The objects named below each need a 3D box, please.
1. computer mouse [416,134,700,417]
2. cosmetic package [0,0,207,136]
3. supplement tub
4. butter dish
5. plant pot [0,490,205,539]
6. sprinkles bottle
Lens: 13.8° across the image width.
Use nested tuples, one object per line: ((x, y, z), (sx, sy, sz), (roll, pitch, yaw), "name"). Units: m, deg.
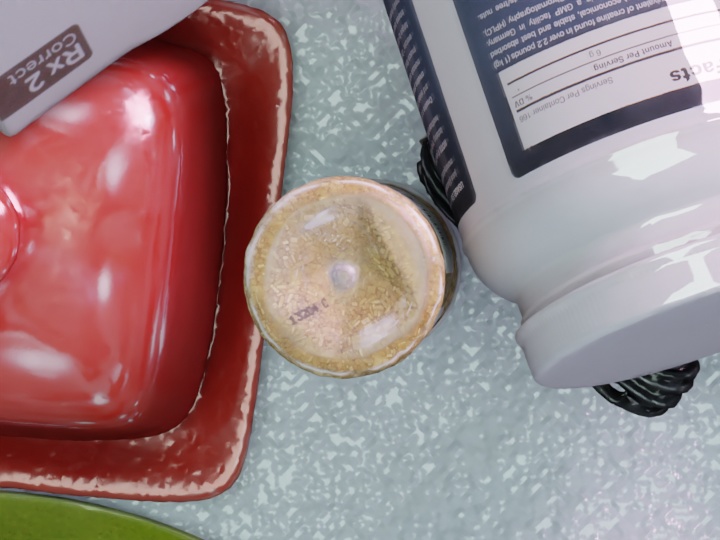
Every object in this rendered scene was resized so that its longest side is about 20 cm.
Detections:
((0.130, -0.052, 1.125), (0.200, 0.053, 0.139), (-42, 83, -7), "computer mouse")
((-0.133, -0.193, 1.036), (0.165, 0.165, 0.200), (-38, 58, -8), "cosmetic package")
((0.088, -0.073, 1.028), (0.140, 0.140, 0.200), (-18, 77, 3), "supplement tub")
((-0.136, -0.015, 1.101), (0.200, 0.148, 0.200), (7, 91, 3), "butter dish")
((-0.127, 0.211, 1.104), (0.187, 0.187, 0.200), (15, 107, 3), "plant pot")
((0.000, 0.000, 1.066), (0.068, 0.200, 0.068), (0, 91, 4), "sprinkles bottle")
